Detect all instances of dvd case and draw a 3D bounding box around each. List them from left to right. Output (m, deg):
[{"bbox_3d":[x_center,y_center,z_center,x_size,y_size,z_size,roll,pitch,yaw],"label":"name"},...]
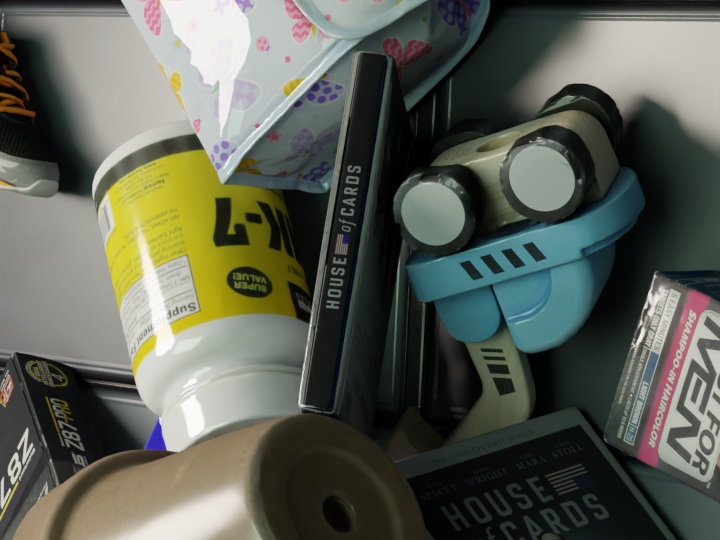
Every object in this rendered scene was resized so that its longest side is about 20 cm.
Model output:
[{"bbox_3d":[0.000,0.000,1.535,0.025,0.150,0.201,7,73,8],"label":"dvd case"},{"bbox_3d":[0.111,0.167,1.471,0.200,0.150,0.025,54,139,27],"label":"dvd case"}]

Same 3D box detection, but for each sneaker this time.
[{"bbox_3d":[-0.258,-0.123,1.852,0.200,0.078,0.077,48,111,29],"label":"sneaker"}]

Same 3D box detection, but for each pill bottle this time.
[{"bbox_3d":[-0.086,0.021,1.648,0.114,0.114,0.201,-38,55,35],"label":"pill bottle"}]

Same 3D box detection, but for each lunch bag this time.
[{"bbox_3d":[-0.029,-0.171,1.615,0.200,0.127,0.170,-41,64,26],"label":"lunch bag"}]

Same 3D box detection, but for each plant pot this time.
[{"bbox_3d":[-0.059,0.159,1.440,0.175,0.200,0.201,-40,65,40],"label":"plant pot"}]

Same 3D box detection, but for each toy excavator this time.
[{"bbox_3d":[0.079,0.023,1.535,0.194,0.100,0.201,-17,104,22],"label":"toy excavator"}]

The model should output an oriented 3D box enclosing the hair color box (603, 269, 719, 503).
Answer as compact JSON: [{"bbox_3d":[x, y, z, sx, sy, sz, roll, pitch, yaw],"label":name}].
[{"bbox_3d":[0.228,0.080,1.425,0.200,0.060,0.100,27,108,38],"label":"hair color box"}]

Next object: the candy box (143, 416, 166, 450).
[{"bbox_3d":[-0.073,0.208,1.684,0.200,0.077,0.170,42,118,32],"label":"candy box"}]

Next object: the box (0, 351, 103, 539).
[{"bbox_3d":[-0.228,0.179,1.804,0.201,0.049,0.161,-63,30,22],"label":"box"}]
